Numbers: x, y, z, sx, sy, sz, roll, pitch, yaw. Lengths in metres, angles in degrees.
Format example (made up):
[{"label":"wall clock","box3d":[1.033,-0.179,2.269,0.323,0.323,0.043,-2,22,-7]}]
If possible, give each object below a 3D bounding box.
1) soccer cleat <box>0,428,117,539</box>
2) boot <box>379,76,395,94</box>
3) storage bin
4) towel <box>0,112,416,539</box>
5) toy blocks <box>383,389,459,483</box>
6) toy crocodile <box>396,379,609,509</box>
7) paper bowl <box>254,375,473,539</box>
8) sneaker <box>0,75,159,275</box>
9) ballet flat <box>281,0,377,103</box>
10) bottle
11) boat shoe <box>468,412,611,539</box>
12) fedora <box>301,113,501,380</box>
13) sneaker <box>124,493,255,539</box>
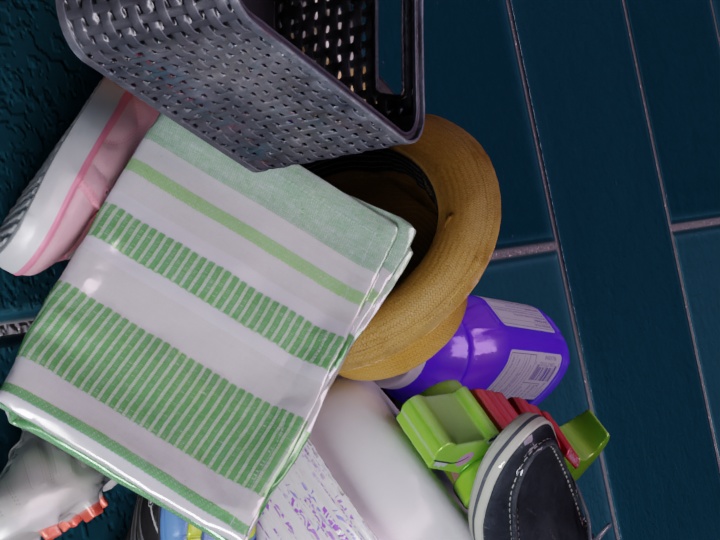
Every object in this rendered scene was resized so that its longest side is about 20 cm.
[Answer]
[{"label":"soccer cleat","box3d":[-0.152,0.088,1.079,0.078,0.069,0.200,55,30,-1]},{"label":"boot","box3d":[0.026,-0.053,1.443,0.200,0.070,0.132,61,27,-1]},{"label":"storage bin","box3d":[-0.052,-0.142,1.010,0.200,0.094,0.135,31,54,-57]},{"label":"towel","box3d":[-0.076,0.023,1.063,0.152,0.023,0.200,30,64,-2]},{"label":"toy blocks","box3d":[0.062,0.105,1.481,0.200,0.100,0.137,16,54,-59]},{"label":"toy crocodile","box3d":[0.084,0.099,1.209,0.200,0.062,0.068,23,29,-56]},{"label":"paper bowl","box3d":[-0.001,0.140,1.207,0.201,0.104,0.201,53,1,-1]},{"label":"sneaker","box3d":[-0.120,-0.044,1.140,0.105,0.075,0.200,37,34,-9]},{"label":"ballet flat","box3d":[-0.053,-0.149,1.166,0.200,0.063,0.069,40,22,2]},{"label":"bottle","box3d":[0.061,0.055,1.338,0.065,0.084,0.200,54,21,22]},{"label":"boat shoe","box3d":[0.105,0.161,1.163,0.075,0.062,0.200,-39,135,-34]},{"label":"fedora","box3d":[0.000,0.000,1.183,0.082,0.200,0.201,59,31,-41]},{"label":"sneaker","box3d":[-0.100,0.200,1.110,0.071,0.083,0.200,10,83,-32]}]
